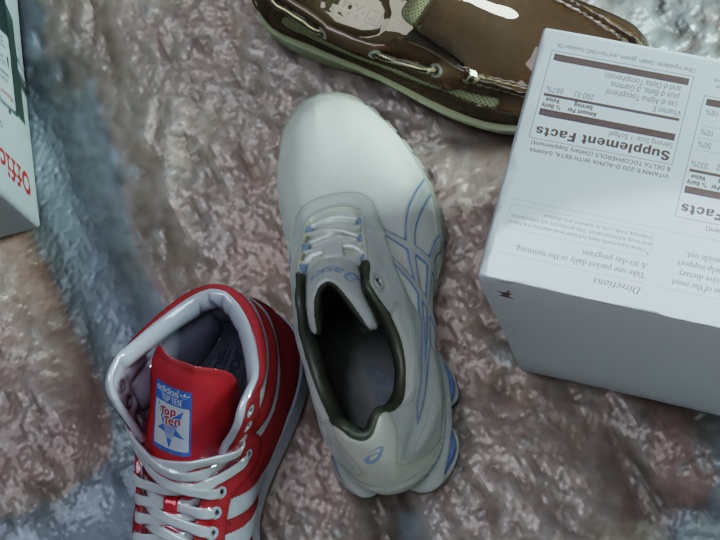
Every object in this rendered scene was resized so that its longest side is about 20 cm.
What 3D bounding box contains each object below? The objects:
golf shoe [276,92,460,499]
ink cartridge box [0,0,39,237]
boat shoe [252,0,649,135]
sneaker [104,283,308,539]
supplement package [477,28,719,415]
[{"bbox_3d":[0.000,0.000,0.865,0.078,0.097,0.201,-17,70,8],"label":"golf shoe"},{"bbox_3d":[-0.223,-0.123,0.921,0.083,0.147,0.201,-11,73,7],"label":"ink cartridge box"},{"bbox_3d":[0.038,-0.115,0.900,0.201,0.075,0.075,13,77,15],"label":"boat shoe"},{"bbox_3d":[-0.076,0.103,0.841,0.071,0.113,0.201,8,76,14],"label":"sneaker"},{"bbox_3d":[0.166,-0.005,0.799,0.199,0.156,0.111,13,76,15],"label":"supplement package"}]
